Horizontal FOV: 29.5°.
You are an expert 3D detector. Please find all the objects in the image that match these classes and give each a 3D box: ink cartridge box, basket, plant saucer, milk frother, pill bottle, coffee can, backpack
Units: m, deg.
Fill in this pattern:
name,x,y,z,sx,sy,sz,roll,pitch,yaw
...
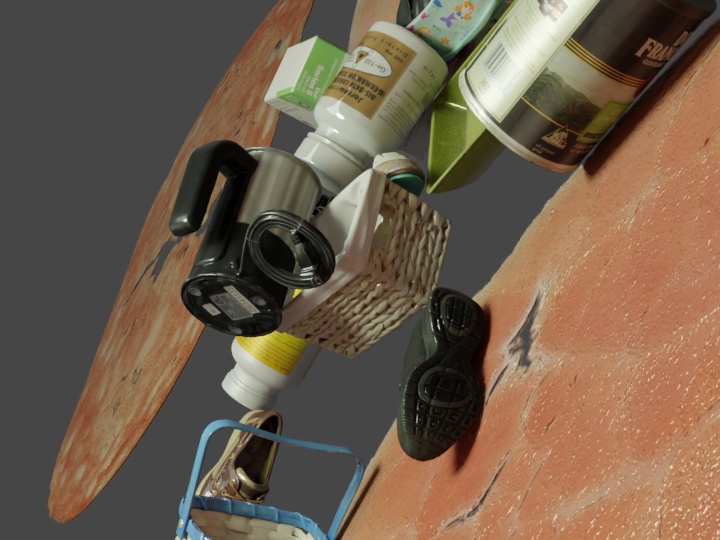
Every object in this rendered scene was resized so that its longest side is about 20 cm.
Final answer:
name,x,y,z,sx,sy,sz,roll,pitch,yaw
ink cartridge box,-0.008,-0.218,1.796,0.084,0.199,0.145,-65,17,-6
basket,-0.104,0.257,1.369,0.201,0.176,0.139,-67,24,10
plant saucer,0.153,-0.196,1.556,0.200,0.048,0.200,-49,20,35
milk frother,-0.092,-0.050,1.513,0.199,0.181,0.189,0,53,22
pill bottle,-0.097,0.079,1.745,0.200,0.104,0.104,-59,17,7
basket,0.000,0.000,1.560,0.200,0.123,0.136,-41,27,51
pill bottle,0.009,-0.193,1.667,0.200,0.114,0.114,-56,16,-8
coffee can,0.205,-0.211,1.260,0.200,0.146,0.147,-51,20,31
backpack,0.133,-0.356,1.689,0.177,0.150,0.200,-36,24,57

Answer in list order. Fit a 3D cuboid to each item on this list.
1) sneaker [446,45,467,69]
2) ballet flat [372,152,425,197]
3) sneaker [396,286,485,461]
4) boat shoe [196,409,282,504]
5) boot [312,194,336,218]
name,x,y,z,sx,sy,sz,roll,pitch,yaw
sneaker,0.108,-0.312,1.831,0.088,0.081,0.200,-28,24,29
ballet flat,0.033,-0.099,1.616,0.200,0.068,0.068,112,154,-67
sneaker,0.070,0.110,1.300,0.091,0.076,0.200,-59,7,42
boat shoe,-0.147,0.261,1.671,0.201,0.072,0.072,-62,17,-19
boot,-0.069,-0.045,1.900,0.203,0.073,0.154,-34,37,64
